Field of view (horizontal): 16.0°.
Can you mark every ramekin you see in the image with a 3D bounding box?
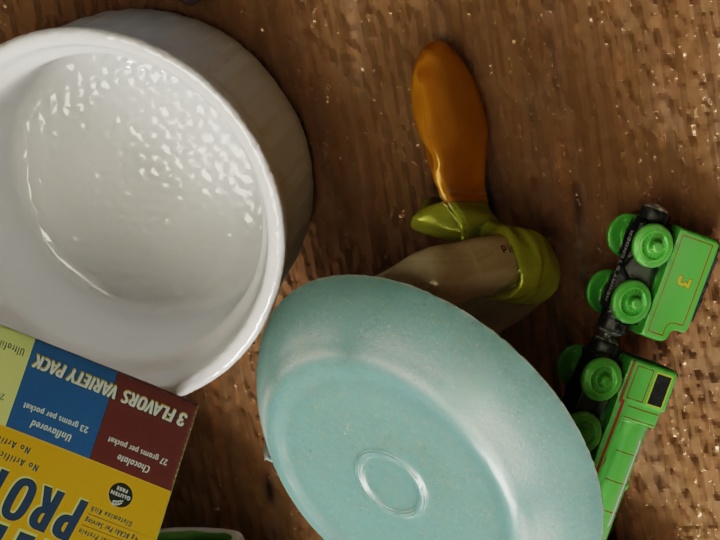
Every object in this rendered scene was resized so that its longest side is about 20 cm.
[{"bbox_3d":[-0.121,-0.039,1.328,0.200,0.098,0.201,6,111,15],"label":"ramekin"}]

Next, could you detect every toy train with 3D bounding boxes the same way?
[{"bbox_3d":[0.125,0.065,1.284,0.056,0.042,0.200,18,95,-24],"label":"toy train"}]

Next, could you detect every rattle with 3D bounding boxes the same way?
[{"bbox_3d":[0.000,0.000,1.323,0.143,0.130,0.200,56,142,4],"label":"rattle"}]

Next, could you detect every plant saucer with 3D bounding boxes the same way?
[{"bbox_3d":[0.023,0.095,1.245,0.200,0.036,0.200,23,136,24],"label":"plant saucer"}]

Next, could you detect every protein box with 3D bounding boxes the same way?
[{"bbox_3d":[-0.199,0.154,1.299,0.135,0.199,0.200,23,157,-15],"label":"protein box"}]

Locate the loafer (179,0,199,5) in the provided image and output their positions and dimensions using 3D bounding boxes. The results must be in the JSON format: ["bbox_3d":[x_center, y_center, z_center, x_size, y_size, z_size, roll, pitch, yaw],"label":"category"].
[{"bbox_3d":[-0.033,-0.195,1.268,0.200,0.072,0.063,-24,121,30],"label":"loafer"}]

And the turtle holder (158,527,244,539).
[{"bbox_3d":[-0.107,0.213,1.373,0.141,0.185,0.132,4,99,41],"label":"turtle holder"}]

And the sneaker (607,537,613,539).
[{"bbox_3d":[0.118,0.155,1.348,0.104,0.060,0.200,10,117,15],"label":"sneaker"}]
